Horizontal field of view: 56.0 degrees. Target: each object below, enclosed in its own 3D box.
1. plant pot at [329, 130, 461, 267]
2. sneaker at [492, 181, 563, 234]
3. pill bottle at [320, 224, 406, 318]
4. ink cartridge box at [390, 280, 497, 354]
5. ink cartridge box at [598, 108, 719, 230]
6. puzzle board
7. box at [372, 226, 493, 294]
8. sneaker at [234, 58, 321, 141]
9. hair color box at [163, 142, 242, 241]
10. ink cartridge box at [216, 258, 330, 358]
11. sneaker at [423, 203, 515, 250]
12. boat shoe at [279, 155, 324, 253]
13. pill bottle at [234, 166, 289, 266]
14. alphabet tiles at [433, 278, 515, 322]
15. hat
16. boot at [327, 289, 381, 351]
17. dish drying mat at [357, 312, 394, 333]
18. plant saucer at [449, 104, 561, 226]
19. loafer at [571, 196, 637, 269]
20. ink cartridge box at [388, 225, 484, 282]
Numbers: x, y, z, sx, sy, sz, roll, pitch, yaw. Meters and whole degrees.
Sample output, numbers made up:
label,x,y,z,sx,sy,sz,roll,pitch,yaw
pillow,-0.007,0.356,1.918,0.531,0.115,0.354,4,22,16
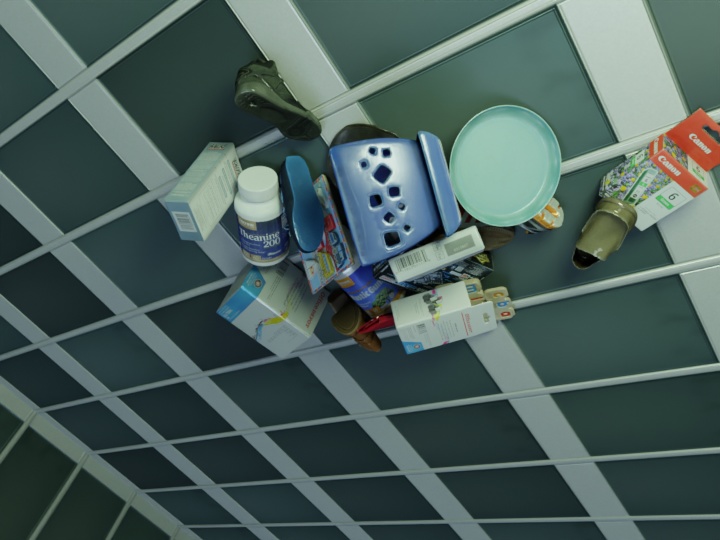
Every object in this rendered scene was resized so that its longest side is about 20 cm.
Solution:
label,x,y,z,sx,sy,sz,roll,pitch,yaw
plant pot,0.065,-0.128,1.147,0.178,0.200,0.202,-15,94,6
sneaker,0.275,-0.131,1.235,0.199,0.079,0.077,39,147,-12
pill bottle,0.000,0.000,1.460,0.111,0.113,0.200,-25,120,40
ink cartridge box,0.173,0.093,1.394,0.198,0.068,0.116,-16,143,7
ink cartridge box,0.506,-0.160,1.114,0.109,0.051,0.200,36,138,-12
puzzle board,-0.090,-0.073,1.397,0.017,0.202,0.150,-3,157,-41
box,0.147,-0.009,1.387,0.198,0.046,0.159,19,141,-25
sneaker,-0.148,-0.318,1.247,0.076,0.115,0.198,-28,145,36
hair color box,-0.309,-0.163,1.371,0.060,0.201,0.100,5,135,20
ink cartridge box,-0.203,0.076,1.602,0.199,0.147,0.146,38,136,-14
sneaker,0.200,-0.102,1.313,0.198,0.113,0.072,3,141,-22
boat shoe,-0.118,-0.128,1.363,0.083,0.203,0.069,1,163,-28
pill bottle,-0.209,-0.115,1.439,0.110,0.112,0.201,13,137,12
alphabet tiles,0.228,0.083,1.463,0.193,0.015,0.201,-12,142,17
hat,0.010,-0.178,1.300,0.198,0.081,0.202,13,136,13
boot,-0.001,0.136,1.560,0.073,0.200,0.155,-35,113,4
dish drying mat,0.080,0.103,1.489,0.077,0.199,0.018,-38,73,38
plant saucer,0.244,-0.177,1.156,0.197,0.027,0.203,-1,99,-8
loafer,0.427,-0.057,1.197,0.075,0.068,0.200,27,159,15
ink cartridge box,0.143,-0.027,1.232,0.161,0.200,0.058,-22,90,10
